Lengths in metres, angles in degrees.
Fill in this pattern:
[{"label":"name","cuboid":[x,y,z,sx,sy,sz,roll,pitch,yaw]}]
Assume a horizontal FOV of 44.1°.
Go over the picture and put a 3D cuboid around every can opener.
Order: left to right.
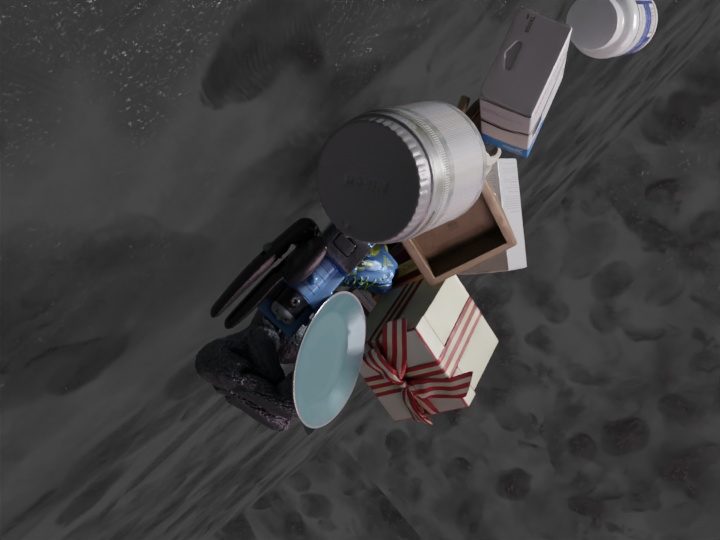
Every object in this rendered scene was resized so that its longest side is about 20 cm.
[{"label":"can opener","cuboid":[-0.128,0.004,1.205,0.199,0.064,0.079,-37,-163,14]}]

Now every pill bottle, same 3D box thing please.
[{"label":"pill bottle","cuboid":[0.398,-0.398,1.419,0.111,0.111,0.199,-50,166,32]}]

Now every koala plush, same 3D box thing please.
[{"label":"koala plush","cuboid":[-0.137,0.113,1.382,0.201,0.183,0.177,-61,-175,-24]}]

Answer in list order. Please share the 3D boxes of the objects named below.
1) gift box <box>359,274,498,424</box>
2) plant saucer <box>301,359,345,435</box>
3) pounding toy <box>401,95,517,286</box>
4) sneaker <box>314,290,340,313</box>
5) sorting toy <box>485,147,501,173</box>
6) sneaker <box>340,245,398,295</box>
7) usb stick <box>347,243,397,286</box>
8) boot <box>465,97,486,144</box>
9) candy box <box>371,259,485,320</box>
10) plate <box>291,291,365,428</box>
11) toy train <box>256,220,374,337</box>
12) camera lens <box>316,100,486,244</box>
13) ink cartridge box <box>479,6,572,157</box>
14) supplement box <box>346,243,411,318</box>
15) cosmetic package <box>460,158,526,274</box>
[{"label":"gift box","cuboid":[0.103,0.121,1.439,0.199,0.185,0.187,-25,-160,44]},{"label":"plant saucer","cuboid":[-0.067,0.165,1.446,0.201,0.038,0.203,-159,-91,-83]},{"label":"pounding toy","cuboid":[0.135,-0.121,1.370,0.182,0.143,0.201,-26,132,11]},{"label":"sneaker","cuboid":[-0.072,0.057,1.507,0.070,0.081,0.200,-8,165,-16]},{"label":"sorting toy","cuboid":[0.160,-0.143,1.505,0.180,0.107,0.200,-46,168,24]},{"label":"sneaker","cuboid":[0.000,0.000,1.487,0.199,0.105,0.076,-31,163,-48]},{"label":"usb stick","cuboid":[0.042,-0.044,1.648,0.200,0.033,0.055,-43,174,-5]},{"label":"boot","cuboid":[0.222,-0.232,1.500,0.074,0.075,0.200,-49,169,10]},{"label":"candy box","cuboid":[0.125,0.069,1.595,0.116,0.200,0.057,-25,-143,30]},{"label":"plate","cuboid":[-0.050,0.127,1.285,0.200,0.025,0.203,-36,133,-53]},{"label":"toy train","cuboid":[-0.066,0.005,1.279,0.200,0.087,0.114,-48,-176,-13]},{"label":"camera lens","cuboid":[0.056,-0.125,1.109,0.160,0.160,0.199,-50,166,31]},{"label":"ink cartridge box","cuboid":[0.239,-0.269,1.301,0.146,0.083,0.200,-65,168,-4]},{"label":"supplement box","cuboid":[0.080,0.000,1.666,0.200,0.086,0.110,-39,-174,37]},{"label":"cosmetic package","cuboid":[0.229,-0.097,1.613,0.112,0.203,0.081,-2,-174,37]}]
